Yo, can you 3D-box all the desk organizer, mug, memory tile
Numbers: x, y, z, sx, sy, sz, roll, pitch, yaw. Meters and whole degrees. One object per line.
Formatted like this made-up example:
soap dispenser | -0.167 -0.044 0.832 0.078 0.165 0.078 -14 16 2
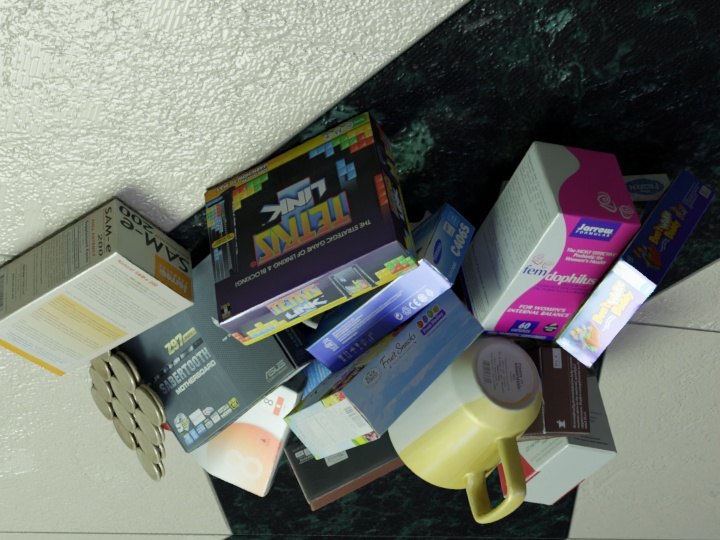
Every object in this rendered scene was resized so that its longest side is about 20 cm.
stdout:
desk organizer | 0.014 0.209 1.366 0.198 0.072 0.077 -25 161 -9
mug | 0.138 0.159 1.264 0.149 0.187 0.153 -38 172 -37
memory tile | -0.277 0.156 1.352 0.017 0.153 0.201 -32 157 -28

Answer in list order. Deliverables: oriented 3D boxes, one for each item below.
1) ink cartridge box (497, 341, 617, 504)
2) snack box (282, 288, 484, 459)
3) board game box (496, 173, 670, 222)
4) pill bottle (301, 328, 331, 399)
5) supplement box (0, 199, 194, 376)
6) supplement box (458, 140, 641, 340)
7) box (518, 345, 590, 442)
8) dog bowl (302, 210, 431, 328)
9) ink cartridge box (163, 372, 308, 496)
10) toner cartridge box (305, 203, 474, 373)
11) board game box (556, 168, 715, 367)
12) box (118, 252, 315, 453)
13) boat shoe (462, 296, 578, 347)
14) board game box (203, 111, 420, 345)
ink cartridge box | 0.236 0.177 1.475 0.083 0.202 0.145 14 138 -26
snack box | 0.020 0.112 1.210 0.168 0.068 0.200 -42 -179 -26
board game box | 0.241 -0.028 1.331 0.196 0.042 0.201 -4 143 -11
pill bottle | -0.063 0.131 1.401 0.197 0.113 0.113 -16 144 8
supplement box | -0.293 0.023 1.220 0.198 0.074 0.126 -27 141 20
supplement box | 0.193 -0.027 1.200 0.100 0.104 0.201 6 138 -20
box | 0.190 0.156 1.387 0.074 0.102 0.199 5 167 -25
dog bowl | 0.000 0.000 1.287 0.197 0.059 0.201 -8 144 -6
ink cartridge box | -0.176 0.159 1.346 0.198 0.050 0.164 21 118 2
toner cartridge box | 0.029 0.021 1.172 0.043 0.095 0.200 39 131 -13
board game box | 0.289 -0.005 1.192 0.045 0.200 0.135 37 133 8
box | -0.165 0.087 1.273 0.199 0.159 0.051 -37 173 29
boat shoe | 0.218 0.061 1.349 0.197 0.070 0.074 1 144 -17
board game box | -0.054 -0.042 1.122 0.198 0.167 0.057 -25 142 16
